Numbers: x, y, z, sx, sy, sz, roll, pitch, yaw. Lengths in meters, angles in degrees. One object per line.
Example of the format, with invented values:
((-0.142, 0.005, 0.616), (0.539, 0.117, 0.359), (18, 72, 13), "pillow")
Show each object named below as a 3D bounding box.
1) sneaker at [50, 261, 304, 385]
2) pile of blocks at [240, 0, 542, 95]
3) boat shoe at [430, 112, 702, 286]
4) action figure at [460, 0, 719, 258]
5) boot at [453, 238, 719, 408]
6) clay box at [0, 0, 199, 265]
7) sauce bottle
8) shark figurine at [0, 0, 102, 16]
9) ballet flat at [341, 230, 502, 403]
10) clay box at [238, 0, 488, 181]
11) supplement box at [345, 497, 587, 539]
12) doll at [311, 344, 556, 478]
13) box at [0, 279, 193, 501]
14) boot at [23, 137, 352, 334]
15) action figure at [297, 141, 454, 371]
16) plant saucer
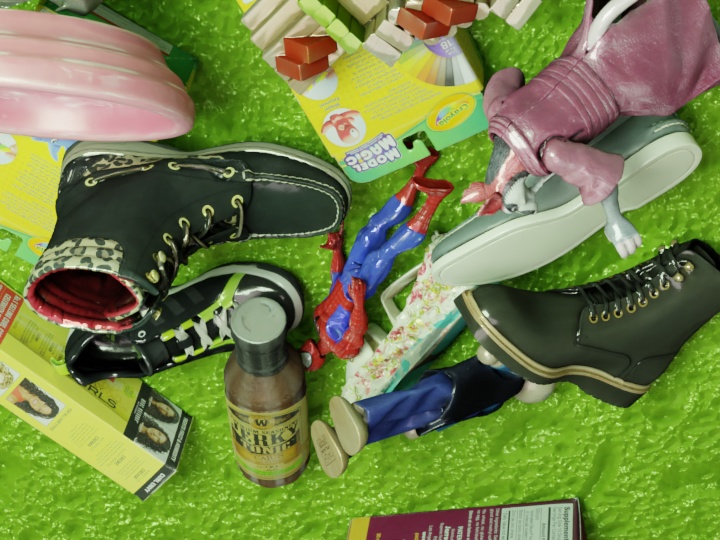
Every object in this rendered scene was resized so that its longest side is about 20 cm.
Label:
((-0.137, 0.053, 1.075), (0.199, 0.083, 0.072), (-12, 122, 16), "sneaker")
((0.022, -0.163, 0.845), (0.199, 0.062, 0.082), (-17, 119, 13), "pile of blocks")
((0.131, -0.054, 0.967), (0.199, 0.062, 0.073), (-29, 152, 16), "boat shoe")
((0.138, -0.106, 0.863), (0.134, 0.200, 0.149), (39, 167, 29), "action figure")
((0.172, 0.015, 0.991), (0.199, 0.078, 0.138), (16, 127, -44), "boot")
((-0.211, -0.093, 1.008), (0.115, 0.048, 0.200), (29, 124, -14), "clay box")
((-0.072, 0.093, 1.069), (0.064, 0.065, 0.200), (4, 144, 5), "sauce bottle")
((-0.194, -0.179, 0.854), (0.089, 0.215, 0.128), (-27, 127, 0), "shark figurine")
((0.033, 0.049, 1.068), (0.064, 0.076, 0.200), (45, 119, 14), "ballet flat")
((-0.002, -0.162, 0.922), (0.114, 0.048, 0.200), (-22, 119, 19), "clay box")
((0.094, 0.275, 1.180), (0.199, 0.103, 0.131), (-7, 122, 13), "supplement box")
((0.061, 0.096, 1.044), (0.199, 0.049, 0.137), (-15, 157, -30), "doll")
((-0.230, 0.094, 1.123), (0.200, 0.075, 0.050), (38, 119, -15), "box")
((-0.111, -0.019, 0.929), (0.202, 0.154, 0.074), (6, 127, 1), "boot")
((0.000, 0.000, 1.032), (0.051, 0.066, 0.201), (6, 128, -30), "action figure")
((-0.200, -0.119, 0.869), (0.199, 0.201, 0.051), (4, 87, 5), "plant saucer")
